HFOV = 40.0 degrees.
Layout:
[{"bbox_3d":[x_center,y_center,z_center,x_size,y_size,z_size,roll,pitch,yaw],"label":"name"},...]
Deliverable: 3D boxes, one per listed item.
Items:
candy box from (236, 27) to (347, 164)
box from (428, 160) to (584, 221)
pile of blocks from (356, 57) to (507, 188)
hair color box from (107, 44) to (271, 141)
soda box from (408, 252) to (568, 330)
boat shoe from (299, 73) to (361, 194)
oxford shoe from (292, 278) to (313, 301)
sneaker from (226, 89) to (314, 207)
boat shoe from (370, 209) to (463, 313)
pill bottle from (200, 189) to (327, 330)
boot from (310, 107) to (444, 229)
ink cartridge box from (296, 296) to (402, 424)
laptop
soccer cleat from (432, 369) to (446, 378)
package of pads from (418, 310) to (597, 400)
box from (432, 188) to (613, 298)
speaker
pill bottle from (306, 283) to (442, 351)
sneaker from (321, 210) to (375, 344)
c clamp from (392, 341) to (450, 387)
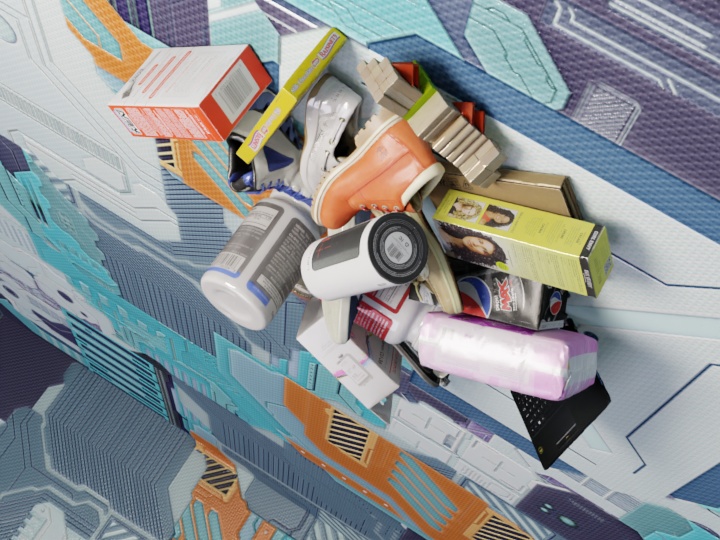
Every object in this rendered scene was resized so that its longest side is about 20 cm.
[{"bbox_3d":[-0.083,-0.198,1.142,0.026,0.103,0.200,37,155,-9],"label":"candy box"},{"bbox_3d":[0.175,-0.059,1.165,0.198,0.021,0.164,12,148,39],"label":"box"},{"bbox_3d":[0.088,-0.170,1.048,0.199,0.083,0.062,37,114,-27],"label":"pile of blocks"},{"bbox_3d":[-0.219,-0.225,1.253,0.198,0.112,0.064,11,148,42],"label":"hair color box"},{"bbox_3d":[0.158,0.023,1.238,0.198,0.065,0.070,12,-171,40],"label":"soda box"},{"bbox_3d":[-0.029,-0.148,1.201,0.069,0.071,0.201,28,153,13],"label":"boat shoe"},{"bbox_3d":[-0.098,-0.014,1.535,0.198,0.071,0.074,30,153,10],"label":"oxford shoe"},{"bbox_3d":[-0.114,-0.128,1.291,0.080,0.116,0.200,4,142,49],"label":"sneaker"},{"bbox_3d":[0.063,-0.030,1.207,0.202,0.062,0.073,62,-178,15],"label":"boat shoe"},{"bbox_3d":[-0.125,-0.028,1.384,0.113,0.201,0.114,27,154,14],"label":"pill bottle"},{"bbox_3d":[0.017,-0.091,1.144,0.108,0.075,0.200,52,134,9],"label":"boot"},{"bbox_3d":[0.001,0.123,1.488,0.067,0.117,0.200,-38,107,22],"label":"ink cartridge box"},{"bbox_3d":[0.211,0.138,1.307,0.102,0.202,0.178,-2,143,-26],"label":"laptop"},{"bbox_3d":[0.154,0.102,1.415,0.069,0.078,0.200,33,155,2],"label":"soccer cleat"},{"bbox_3d":[0.180,0.100,1.208,0.197,0.077,0.120,11,-176,30],"label":"package of pads"},{"bbox_3d":[0.181,-0.032,1.116,0.198,0.050,0.076,16,151,34],"label":"box"},{"bbox_3d":[0.001,-0.013,1.170,0.081,0.082,0.199,41,159,-15],"label":"speaker"},{"bbox_3d":[0.031,0.032,1.402,0.198,0.113,0.113,32,156,6],"label":"pill bottle"},{"bbox_3d":[0.000,0.000,1.318,0.083,0.204,0.075,-1,-164,-25],"label":"sneaker"},{"bbox_3d":[0.071,0.112,1.525,0.200,0.027,0.171,49,-167,-6],"label":"c clamp"}]
